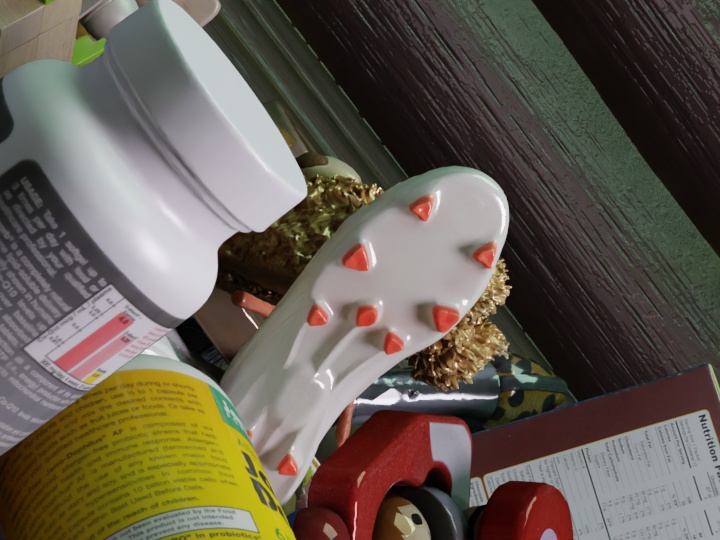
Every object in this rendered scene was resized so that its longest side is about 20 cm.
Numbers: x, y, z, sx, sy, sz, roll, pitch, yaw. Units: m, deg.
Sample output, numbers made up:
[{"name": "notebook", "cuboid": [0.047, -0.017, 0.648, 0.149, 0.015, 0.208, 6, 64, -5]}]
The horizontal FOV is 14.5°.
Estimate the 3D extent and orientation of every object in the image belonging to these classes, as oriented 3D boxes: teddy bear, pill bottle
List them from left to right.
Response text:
[{"name": "pill bottle", "cuboid": [-0.127, -0.007, 1.070, 0.116, 0.200, 0.116, 53, 8, -11]}, {"name": "pill bottle", "cuboid": [-0.089, 0.105, 1.138, 0.113, 0.113, 0.200, 47, 9, -41]}, {"name": "teddy bear", "cuboid": [0.000, 0.000, 1.338, 0.145, 0.067, 0.200, 8, -18, 42]}]

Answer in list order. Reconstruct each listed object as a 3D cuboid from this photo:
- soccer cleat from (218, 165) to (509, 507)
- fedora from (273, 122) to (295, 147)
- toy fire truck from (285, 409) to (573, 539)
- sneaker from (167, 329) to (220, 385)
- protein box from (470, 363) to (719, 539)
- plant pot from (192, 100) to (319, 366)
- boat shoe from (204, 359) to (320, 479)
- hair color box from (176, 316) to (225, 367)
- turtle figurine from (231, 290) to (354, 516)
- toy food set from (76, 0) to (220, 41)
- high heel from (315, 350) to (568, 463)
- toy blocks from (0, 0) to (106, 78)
[{"name": "soccer cleat", "cuboid": [-0.012, 0.027, 1.232, 0.069, 0.200, 0.078, 36, 13, -16]}, {"name": "fedora", "cuboid": [-0.122, -0.030, 1.232, 0.201, 0.201, 0.082, -46, 137, -82]}, {"name": "toy fire truck", "cuboid": [0.012, 0.163, 1.276, 0.168, 0.112, 0.200, 9, 84, -63]}, {"name": "sneaker", "cuboid": [-0.128, 0.023, 1.399, 0.200, 0.075, 0.100, 54, 7, -3]}, {"name": "protein box", "cuboid": [0.117, 0.161, 1.573, 0.199, 0.200, 0.135, 74, 0, -75]}, {"name": "plant pot", "cuboid": [-0.053, -0.023, 1.483, 0.201, 0.093, 0.201, 57, 2, -3]}, {"name": "boat shoe", "cuboid": [-0.043, 0.122, 1.491, 0.200, 0.074, 0.069, 54, 13, 4]}, {"name": "hair color box", "cuboid": [-0.123, 0.007, 1.556, 0.100, 0.061, 0.200, 56, 8, 11]}, {"name": "turtle figurine", "cuboid": [-0.050, 0.104, 1.353, 0.200, 0.064, 0.161, 67, 26, -62]}, {"name": "toy food set", "cuboid": [-0.160, -0.123, 1.596, 0.060, 0.143, 0.200, 55, 7, 8]}, {"name": "high heel", "cuboid": [0.023, 0.089, 1.612, 0.200, 0.143, 0.071, 148, -62, -64]}, {"name": "toy blocks", "cuboid": [-0.206, -0.139, 1.424, 0.137, 0.100, 0.200, 50, -26, 16]}]
